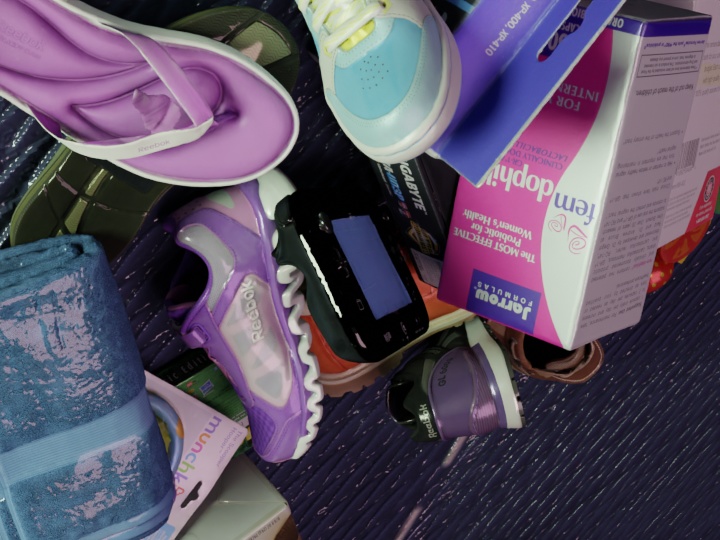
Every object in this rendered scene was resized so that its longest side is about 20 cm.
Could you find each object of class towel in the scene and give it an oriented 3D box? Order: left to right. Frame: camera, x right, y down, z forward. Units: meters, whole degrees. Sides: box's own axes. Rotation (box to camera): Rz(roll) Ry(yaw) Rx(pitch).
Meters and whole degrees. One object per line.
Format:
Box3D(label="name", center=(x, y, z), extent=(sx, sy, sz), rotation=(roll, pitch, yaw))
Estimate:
Box3D(label="towel", center=(-0.174, 0.081, 0.826), extent=(0.111, 0.049, 0.200), rotation=(-18, 121, -12))

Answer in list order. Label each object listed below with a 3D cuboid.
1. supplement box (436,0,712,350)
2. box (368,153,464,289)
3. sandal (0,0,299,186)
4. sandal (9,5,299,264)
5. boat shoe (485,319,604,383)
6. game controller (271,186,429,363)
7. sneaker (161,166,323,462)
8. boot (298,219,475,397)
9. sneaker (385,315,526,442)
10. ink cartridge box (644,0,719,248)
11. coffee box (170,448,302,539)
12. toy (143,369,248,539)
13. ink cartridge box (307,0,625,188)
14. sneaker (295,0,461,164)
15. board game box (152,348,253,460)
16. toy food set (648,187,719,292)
Box3D(label="supplement box", center=(0.130, -0.067, 0.892), extent=(0.103, 0.101, 0.201), rotation=(-16, 121, -53))
Box3D(label="box", center=(0.086, -0.105, 0.946), extent=(0.200, 0.046, 0.159), rotation=(-55, 146, -23))
Box3D(label="sandal", center=(-0.124, -0.088, 0.735), extent=(0.202, 0.050, 0.083), rotation=(20, 112, -23))
Box3D(label="sandal", center=(-0.121, -0.077, 0.807), extent=(0.201, 0.057, 0.080), rotation=(-39, 118, 16))
Box3D(label="boat shoe", center=(0.152, 0.059, 1.180), extent=(0.076, 0.072, 0.200), rotation=(-53, 143, 6))
Box3D(label="game controller", center=(0.000, 0.000, 0.869), extent=(0.042, 0.104, 0.200), rotation=(-35, 176, 13))
Box3D(label="sneaker", center=(-0.079, 0.033, 0.915), extent=(0.088, 0.080, 0.201), rotation=(-17, 116, -23))
Box3D(label="boot", center=(0.034, -0.006, 1.010), extent=(0.200, 0.075, 0.107), rotation=(-37, 137, -13))
Box3D(label="sneaker", center=(0.056, 0.073, 1.052), extent=(0.087, 0.200, 0.076), rotation=(-17, 97, -1))
Box3D(label="ink cartridge box", center=(0.201, -0.129, 0.987), extent=(0.145, 0.083, 0.201), rotation=(-18, 120, -59))
Box3D(label="coffee box", center=(-0.096, 0.236, 1.084), extent=(0.113, 0.080, 0.200), rotation=(-35, 141, -17))
Box3D(label="toy", center=(-0.159, 0.118, 0.911), extent=(0.200, 0.047, 0.115), rotation=(37, 88, -39))
Box3D(label="ink cartridge box", center=(0.072, -0.163, 0.803), extent=(0.043, 0.200, 0.198), rotation=(35, 96, -32))
Box3D(label="sneaker", center=(-0.022, -0.152, 0.743), extent=(0.079, 0.200, 0.130), rotation=(-33, 139, 21))
Box3D(label="board game box", center=(-0.137, 0.116, 0.986), extent=(0.200, 0.023, 0.105), rotation=(-31, 137, -20))
Box3D(label="toy food set", center=(0.233, -0.055, 1.179), extent=(0.200, 0.049, 0.198), rotation=(23, 104, -52))
